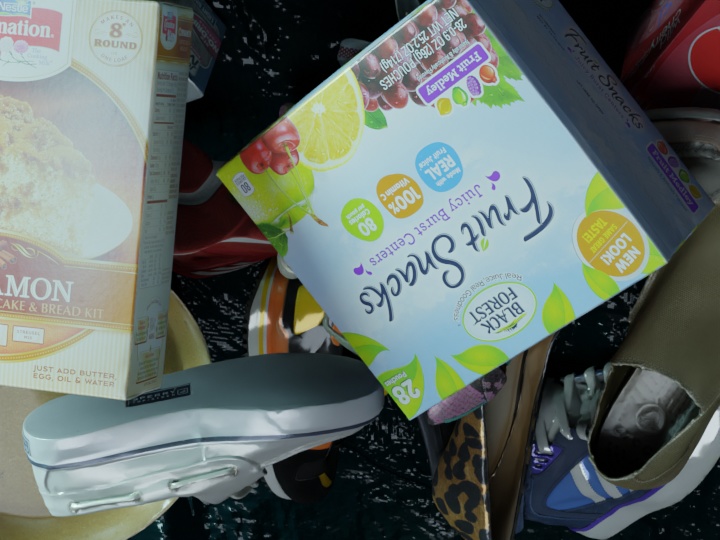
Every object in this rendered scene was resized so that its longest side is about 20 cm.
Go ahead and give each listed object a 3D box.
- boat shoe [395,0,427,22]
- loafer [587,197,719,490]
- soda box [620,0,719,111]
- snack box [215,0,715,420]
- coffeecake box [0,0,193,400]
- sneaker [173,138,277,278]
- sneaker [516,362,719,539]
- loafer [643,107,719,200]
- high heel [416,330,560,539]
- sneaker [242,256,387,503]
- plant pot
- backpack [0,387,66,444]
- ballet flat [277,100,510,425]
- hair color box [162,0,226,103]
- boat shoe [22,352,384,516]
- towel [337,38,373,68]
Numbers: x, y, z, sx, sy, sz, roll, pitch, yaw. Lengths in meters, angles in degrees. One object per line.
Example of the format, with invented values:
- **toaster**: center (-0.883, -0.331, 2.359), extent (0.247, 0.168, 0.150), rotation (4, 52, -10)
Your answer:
- **boat shoe**: center (0.054, -0.149, 1.247), extent (0.073, 0.061, 0.201), rotation (10, 138, 0)
- **loafer**: center (0.184, 0.042, 1.353), extent (0.076, 0.067, 0.201), rotation (25, 111, 15)
- **soda box**: center (0.203, -0.145, 1.197), extent (0.063, 0.070, 0.200), rotation (26, 137, -11)
- **snack box**: center (0.049, -0.041, 1.211), extent (0.169, 0.068, 0.200), rotation (52, 134, -5)
- **coffeecake box**: center (-0.175, -0.044, 1.249), extent (0.152, 0.073, 0.202), rotation (6, 94, 10)
- **sneaker**: center (-0.116, -0.026, 1.377), extent (0.199, 0.079, 0.115), rotation (9, 156, -31)
- **sneaker**: center (0.125, 0.087, 1.456), extent (0.146, 0.081, 0.200), rotation (24, 143, -14)
- **loafer**: center (0.119, -0.031, 1.254), extent (0.199, 0.063, 0.072), rotation (-12, 143, 42)
- **high heel**: center (0.099, 0.075, 1.376), extent (0.071, 0.144, 0.200), rotation (-10, 163, -35)
- **sneaker**: center (-0.017, 0.078, 1.500), extent (0.089, 0.070, 0.201), rotation (7, 135, 15)
- **plant pot**: center (-0.180, 0.069, 1.348), extent (0.198, 0.028, 0.202), rotation (-3, 113, -7)
- **backpack**: center (-0.190, 0.041, 1.445), extent (0.152, 0.177, 0.201), rotation (-16, 130, 9)
- **ballet flat**: center (0.000, 0.000, 1.334), extent (0.200, 0.071, 0.069), rotation (52, 174, 5)
- **hair color box**: center (-0.184, -0.121, 1.353), extent (0.199, 0.061, 0.100), rotation (-17, 128, 31)
- **boat shoe**: center (-0.082, 0.095, 1.319), extent (0.198, 0.072, 0.066), rotation (-11, 114, -1)
- **towel**: center (0.070, -0.065, 1.318), extent (0.145, 0.030, 0.200), rotation (7, 153, 13)
